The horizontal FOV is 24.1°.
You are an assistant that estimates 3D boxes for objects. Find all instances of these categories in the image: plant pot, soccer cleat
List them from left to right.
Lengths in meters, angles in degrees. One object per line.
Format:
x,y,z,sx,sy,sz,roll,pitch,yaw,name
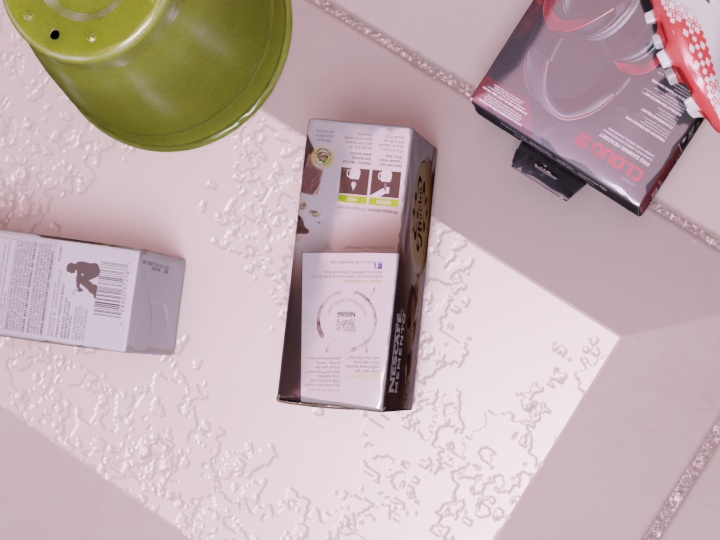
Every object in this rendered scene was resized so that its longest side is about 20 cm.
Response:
-0.169,-0.201,1.246,0.199,0.193,0.202,-1,85,11,plant pot
0.231,-0.192,1.150,0.085,0.069,0.201,-21,78,12,soccer cleat

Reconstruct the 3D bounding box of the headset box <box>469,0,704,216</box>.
0.185,-0.146,1.227,0.148,0.075,0.201,34,93,11,headset box

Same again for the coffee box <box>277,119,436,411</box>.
0.000,0.000,1.229,0.079,0.113,0.201,5,87,12,coffee box

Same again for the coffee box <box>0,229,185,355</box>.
-0.248,0.014,1.288,0.199,0.113,0.080,7,87,13,coffee box
